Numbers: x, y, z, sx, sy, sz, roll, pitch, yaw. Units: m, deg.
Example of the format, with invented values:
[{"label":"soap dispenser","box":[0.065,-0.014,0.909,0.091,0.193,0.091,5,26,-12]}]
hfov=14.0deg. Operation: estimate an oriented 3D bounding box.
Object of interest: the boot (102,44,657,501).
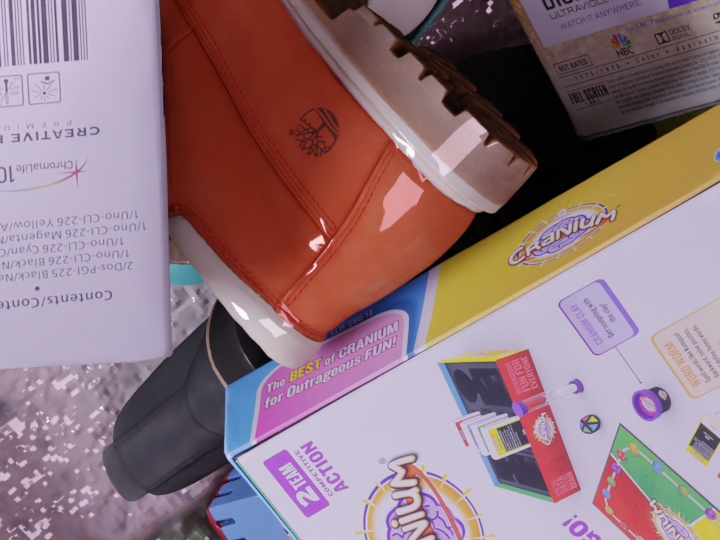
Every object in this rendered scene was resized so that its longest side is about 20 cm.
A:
[{"label":"boot","box":[0.000,0.000,1.018,0.200,0.138,0.078,-31,85,-35]}]

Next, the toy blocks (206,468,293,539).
[{"label":"toy blocks","box":[0.027,0.131,1.050,0.136,0.100,0.200,-18,115,32]}]

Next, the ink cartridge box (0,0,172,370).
[{"label":"ink cartridge box","box":[-0.114,-0.049,0.889,0.083,0.200,0.176,-6,115,-12]}]

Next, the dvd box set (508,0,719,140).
[{"label":"dvd box set","box":[0.078,-0.143,0.877,0.029,0.146,0.200,-40,107,-39]}]

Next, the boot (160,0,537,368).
[{"label":"boot","box":[-0.044,-0.061,0.905,0.107,0.200,0.075,-47,146,12]}]

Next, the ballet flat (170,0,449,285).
[{"label":"ballet flat","box":[-0.019,-0.072,0.974,0.067,0.070,0.200,29,105,-20]}]

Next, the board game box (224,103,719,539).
[{"label":"board game box","box":[0.081,0.051,0.895,0.200,0.040,0.153,-29,117,14]}]

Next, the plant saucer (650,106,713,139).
[{"label":"plant saucer","box":[0.167,0.040,1.081,0.199,0.048,0.201,17,109,-20]}]
